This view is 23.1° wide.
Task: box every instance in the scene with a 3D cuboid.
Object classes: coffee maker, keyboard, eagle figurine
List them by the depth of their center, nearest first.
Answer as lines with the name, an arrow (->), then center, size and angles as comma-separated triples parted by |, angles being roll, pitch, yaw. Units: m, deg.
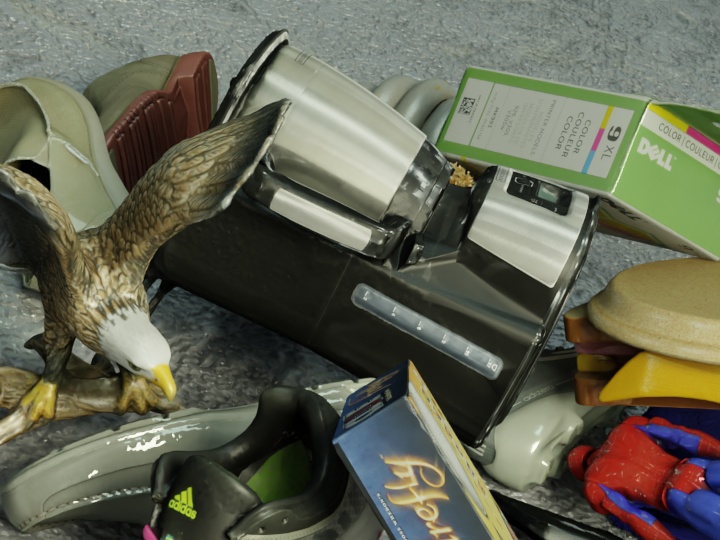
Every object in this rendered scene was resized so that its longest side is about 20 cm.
eagle figurine -> -0.116, -0.006, 0.783 | 0.150, 0.201, 0.152 | 22, 42, 15
keyboard -> 0.109, 0.144, 0.844 | 0.103, 0.040, 0.200 | 20, -3, -1
coffee maker -> 0.000, 0.000, 0.919 | 0.199, 0.193, 0.135 | 29, 44, 0

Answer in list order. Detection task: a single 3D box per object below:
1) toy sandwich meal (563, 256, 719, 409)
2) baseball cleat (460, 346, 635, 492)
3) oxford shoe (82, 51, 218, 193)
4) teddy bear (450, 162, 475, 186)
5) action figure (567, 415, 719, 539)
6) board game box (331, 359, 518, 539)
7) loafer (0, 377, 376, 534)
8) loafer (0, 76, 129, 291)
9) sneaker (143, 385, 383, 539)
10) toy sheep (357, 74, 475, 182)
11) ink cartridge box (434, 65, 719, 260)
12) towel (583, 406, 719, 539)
toy sandwich meal -> 0.202, 0.043, 0.920 | 0.203, 0.071, 0.205 | 1, 13, 0
baseball cleat -> 0.108, 0.058, 1.030 | 0.106, 0.070, 0.200 | 32, 27, 18
oxford shoe -> -0.151, -0.088, 1.134 | 0.074, 0.071, 0.200 | 2, 21, 13
teddy bear -> 0.026, -0.016, 1.021 | 0.199, 0.145, 0.067 | 31, 41, -31
action figure -> 0.173, 0.112, 0.879 | 0.052, 0.066, 0.199 | 44, -19, -32
board game box -> 0.056, 0.135, 0.702 | 0.201, 0.034, 0.135 | 59, 3, -1
loafer -> -0.066, 0.099, 0.818 | 0.198, 0.070, 0.070 | -9, 79, -24
loafer -> -0.182, -0.051, 1.006 | 0.068, 0.076, 0.200 | 8, 29, -38
sneaker -> -0.066, 0.118, 0.694 | 0.073, 0.088, 0.200 | 19, 49, 37
toy sheep -> 0.029, -0.065, 1.145 | 0.198, 0.139, 0.138 | 15, 23, 19
ink cartridge box -> 0.145, -0.056, 0.971 | 0.103, 0.060, 0.199 | 26, -5, -40
towel -> 0.236, 0.084, 0.973 | 0.200, 0.050, 0.147 | -42, 33, -27
